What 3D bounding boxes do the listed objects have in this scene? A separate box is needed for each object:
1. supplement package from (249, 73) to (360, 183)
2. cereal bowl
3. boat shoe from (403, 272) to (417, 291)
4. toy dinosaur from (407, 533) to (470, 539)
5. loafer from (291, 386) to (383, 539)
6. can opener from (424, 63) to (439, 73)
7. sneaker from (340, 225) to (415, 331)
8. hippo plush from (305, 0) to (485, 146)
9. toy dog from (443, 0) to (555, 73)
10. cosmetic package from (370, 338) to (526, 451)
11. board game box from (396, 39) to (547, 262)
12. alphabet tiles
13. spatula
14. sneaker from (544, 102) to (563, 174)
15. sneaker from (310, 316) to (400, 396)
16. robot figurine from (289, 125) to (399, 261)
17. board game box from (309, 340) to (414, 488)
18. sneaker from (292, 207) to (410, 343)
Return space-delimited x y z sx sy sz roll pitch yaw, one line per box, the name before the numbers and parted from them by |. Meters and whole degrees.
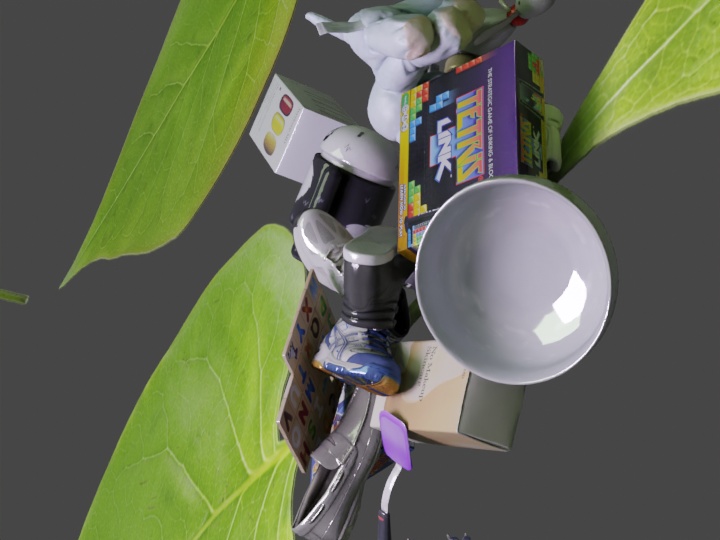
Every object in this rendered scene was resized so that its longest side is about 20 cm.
supplement package | -0.086 -0.213 1.982 0.115 0.108 0.200 -65 24 14
cereal bowl | 0.156 0.003 1.232 0.201 0.199 0.083 -59 -13 24
boat shoe | 0.057 -0.014 1.574 0.073 0.062 0.200 -68 23 6
toy dinosaur | 0.062 0.356 1.261 0.199 0.104 0.184 19 110 55
loafer | -0.022 0.218 1.474 0.070 0.069 0.202 4 76 67
can opener | 0.072 -0.198 1.683 0.053 0.066 0.203 107 169 -69
sneaker | 0.027 0.010 1.423 0.200 0.070 0.101 -26 -54 -65
hippo plush | 0.055 -0.225 1.490 0.160 0.197 0.163 -121 20 -65
toy dog | 0.146 -0.313 1.562 0.200 0.095 0.133 -50 31 39
cosmetic package | 0.093 0.132 1.371 0.199 0.070 0.107 -13 60 63
board game box | 0.117 -0.122 1.360 0.164 0.056 0.202 -22 56 40
alphabet tiles | -0.057 0.128 1.516 0.007 0.168 0.201 -2 47 20
spatula | 0.032 0.249 1.405 0.056 0.020 0.203 29 119 52
sneaker | 0.155 -0.101 1.423 0.200 0.074 0.082 -46 42 45
sneaker | 0.001 0.084 1.433 0.089 0.075 0.200 -62 20 -7
robot figurine | -0.024 -0.098 1.738 0.202 0.124 0.150 -66 23 11
board game box | 0.002 0.189 1.574 0.200 0.034 0.137 -41 38 48
sneaker | 0.000 0.000 1.547 0.075 0.201 0.115 -36 3 -22
